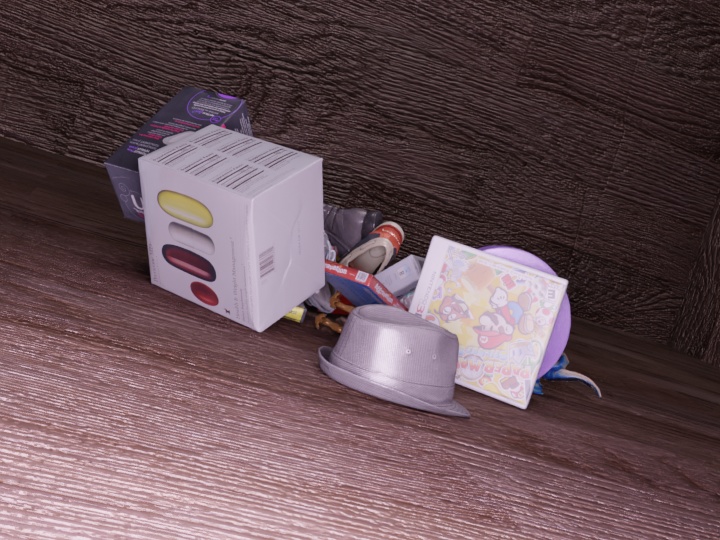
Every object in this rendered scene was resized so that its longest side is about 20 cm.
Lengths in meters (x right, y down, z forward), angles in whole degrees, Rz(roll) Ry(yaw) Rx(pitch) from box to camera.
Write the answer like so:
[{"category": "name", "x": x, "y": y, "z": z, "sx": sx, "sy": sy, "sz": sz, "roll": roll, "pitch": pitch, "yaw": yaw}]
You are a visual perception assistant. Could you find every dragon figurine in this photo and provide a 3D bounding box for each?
[{"category": "dragon figurine", "x": 0.273, "y": 0.157, "z": 1.495, "sx": 0.199, "sy": 0.100, "sz": 0.059, "roll": 39, "pitch": 7, "yaw": 9}]

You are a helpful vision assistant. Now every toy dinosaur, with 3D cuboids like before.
[{"category": "toy dinosaur", "x": -0.016, "y": 0.080, "z": 1.416, "sx": 0.106, "sy": 0.061, "sz": 0.199, "roll": 31, "pitch": -13, "yaw": -29}]

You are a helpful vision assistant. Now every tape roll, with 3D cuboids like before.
[{"category": "tape roll", "x": 0.201, "y": 0.066, "z": 1.386, "sx": 0.197, "sy": 0.203, "sz": 0.066, "roll": 18, "pitch": 4, "yaw": 0}]

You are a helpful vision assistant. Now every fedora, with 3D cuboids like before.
[{"category": "fedora", "x": 0.049, "y": 0.097, "z": 1.123, "sx": 0.197, "sy": 0.092, "sz": 0.177, "roll": 17, "pitch": 5, "yaw": -22}]

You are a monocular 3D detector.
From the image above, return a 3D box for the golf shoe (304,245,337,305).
[{"category": "golf shoe", "x": -0.105, "y": 0.015, "z": 1.620, "sx": 0.072, "sy": 0.094, "sz": 0.199, "roll": -1, "pitch": -7, "yaw": -33}]

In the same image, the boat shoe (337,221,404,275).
[{"category": "boat shoe", "x": 0.000, "y": 0.000, "z": 1.568, "sx": 0.071, "sy": 0.200, "sz": 0.063, "roll": 38, "pitch": 39, "yaw": -7}]

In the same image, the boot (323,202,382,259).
[{"category": "boot", "x": -0.030, "y": -0.033, "z": 1.643, "sx": 0.130, "sy": 0.202, "sz": 0.070, "roll": 11, "pitch": 36, "yaw": 14}]

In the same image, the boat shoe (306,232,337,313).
[{"category": "boat shoe", "x": -0.063, "y": 0.003, "z": 1.408, "sx": 0.065, "sy": 0.074, "sz": 0.203, "roll": 46, "pitch": -19, "yaw": 16}]

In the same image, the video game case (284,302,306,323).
[{"category": "video game case", "x": -0.175, "y": 0.027, "z": 1.470, "sx": 0.178, "sy": 0.026, "sz": 0.200, "roll": 17, "pitch": 5, "yaw": -9}]

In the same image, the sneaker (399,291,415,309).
[{"category": "sneaker", "x": 0.083, "y": 0.089, "z": 1.507, "sx": 0.076, "sy": 0.093, "sz": 0.200, "roll": -9, "pitch": -10, "yaw": -19}]

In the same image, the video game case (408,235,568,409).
[{"category": "video game case", "x": 0.164, "y": 0.069, "z": 1.322, "sx": 0.197, "sy": 0.185, "sz": 0.023, "roll": 19, "pitch": 1, "yaw": 15}]

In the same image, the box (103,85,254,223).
[{"category": "box", "x": -0.255, "y": -0.162, "z": 1.396, "sx": 0.121, "sy": 0.201, "sz": 0.107, "roll": 16, "pitch": -41, "yaw": 25}]

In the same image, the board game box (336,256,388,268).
[{"category": "board game box", "x": -0.014, "y": -0.004, "z": 1.818, "sx": 0.166, "sy": 0.057, "sz": 0.199, "roll": 57, "pitch": 20, "yaw": 21}]

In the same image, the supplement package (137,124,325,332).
[{"category": "supplement package", "x": -0.166, "y": -0.061, "z": 1.264, "sx": 0.198, "sy": 0.194, "sz": 0.147, "roll": 20, "pitch": 36, "yaw": 30}]

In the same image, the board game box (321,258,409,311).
[{"category": "board game box", "x": 0.016, "y": 0.040, "z": 1.372, "sx": 0.102, "sy": 0.020, "sz": 0.200, "roll": 20, "pitch": -14, "yaw": 33}]

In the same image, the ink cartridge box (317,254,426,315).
[{"category": "ink cartridge box", "x": 0.051, "y": 0.046, "z": 1.579, "sx": 0.159, "sy": 0.199, "sz": 0.048, "roll": 11, "pitch": 53, "yaw": -57}]
